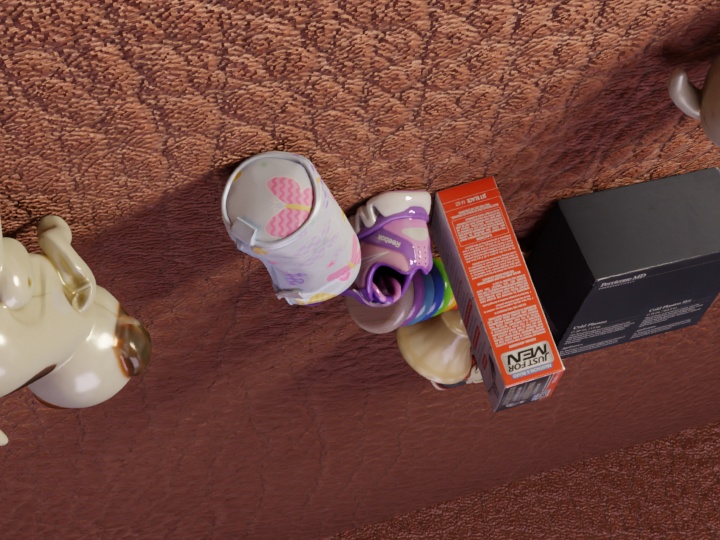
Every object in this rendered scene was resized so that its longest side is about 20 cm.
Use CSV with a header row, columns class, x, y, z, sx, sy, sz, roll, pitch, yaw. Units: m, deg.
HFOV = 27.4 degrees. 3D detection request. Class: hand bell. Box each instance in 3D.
class,x,y,z,sx,sy,sz,roll,pitch,yaw
hand bell,0.133,0.032,1.685,0.104,0.104,0.200,-4,145,-38

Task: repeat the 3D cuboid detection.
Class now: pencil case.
class,x,y,z,sx,sy,sz,roll,pitch,yaw
pencil case,-0.058,-0.032,1.253,0.091,0.083,0.200,-39,162,-4

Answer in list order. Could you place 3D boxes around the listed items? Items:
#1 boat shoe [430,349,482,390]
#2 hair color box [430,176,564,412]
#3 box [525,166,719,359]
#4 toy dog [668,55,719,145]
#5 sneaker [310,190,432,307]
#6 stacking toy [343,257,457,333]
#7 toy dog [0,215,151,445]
class,x,y,z,sx,sy,sz,roll,pitch,yaw
boat shoe,0.147,0.116,1.931,0.063,0.071,0.200,-9,175,29
hair color box,0.128,0.024,1.414,0.064,0.200,0.111,-16,163,-5
box,0.293,-0.006,1.599,0.200,0.104,0.182,-12,153,-19
toy dog,0.366,-0.167,1.185,0.194,0.140,0.200,22,159,-2
sneaker,0.000,0.000,1.407,0.080,0.089,0.200,-4,160,-41
stacking toy,0.075,0.016,1.561,0.085,0.085,0.200,-30,164,37
toy dog,-0.251,0.044,1.141,0.140,0.194,0.200,-37,151,18
